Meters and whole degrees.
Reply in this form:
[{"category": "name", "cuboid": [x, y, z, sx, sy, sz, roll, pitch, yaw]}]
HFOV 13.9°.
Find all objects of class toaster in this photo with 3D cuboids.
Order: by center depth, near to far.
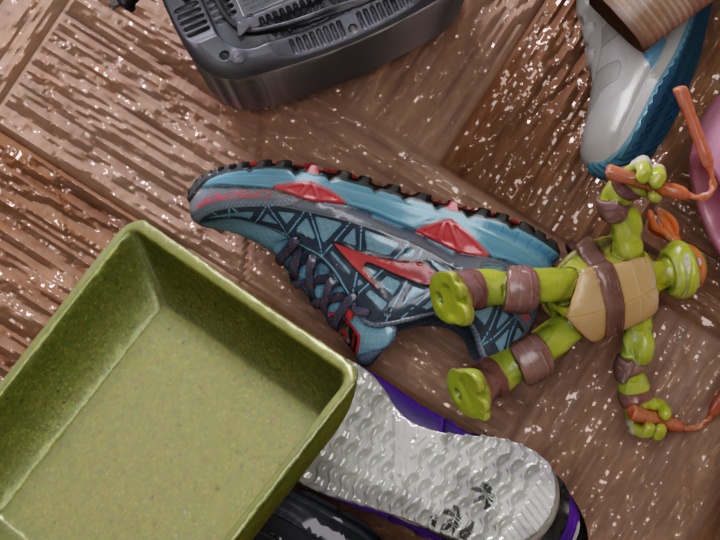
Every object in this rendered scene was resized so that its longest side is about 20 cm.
[{"category": "toaster", "cuboid": [-0.030, -0.155, 1.557, 0.199, 0.129, 0.114, -25, 80, -3]}]

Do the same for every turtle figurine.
[{"category": "turtle figurine", "cuboid": [0.117, 0.006, 1.522, 0.161, 0.064, 0.201, -17, 121, -20]}]

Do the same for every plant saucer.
[{"category": "plant saucer", "cuboid": [-0.110, 0.098, 1.526, 0.200, 0.048, 0.200, 33, 82, 42]}]

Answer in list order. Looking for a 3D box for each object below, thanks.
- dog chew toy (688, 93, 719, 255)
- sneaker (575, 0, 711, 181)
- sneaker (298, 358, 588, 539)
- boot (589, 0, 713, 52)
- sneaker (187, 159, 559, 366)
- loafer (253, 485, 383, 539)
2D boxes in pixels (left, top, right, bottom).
[{"category": "dog chew toy", "cuboid": [0.275, -0.066, 1.540, 0.199, 0.125, 0.125, -21, 81, -9]}, {"category": "sneaker", "cuboid": [0.145, -0.143, 1.582, 0.081, 0.077, 0.201, 14, 75, 11]}, {"category": "sneaker", "cuboid": [0.036, 0.111, 1.540, 0.200, 0.099, 0.070, 26, 82, 37]}, {"category": "boot", "cuboid": [0.140, -0.229, 1.534, 0.155, 0.074, 0.200, -43, 83, -3]}, {"category": "sneaker", "cuboid": [0.000, 0.000, 1.558, 0.199, 0.079, 0.096, 14, 84, 4]}, {"category": "loafer", "cuboid": [-0.004, 0.172, 1.535, 0.200, 0.068, 0.071, 31, 74, 3]}]
